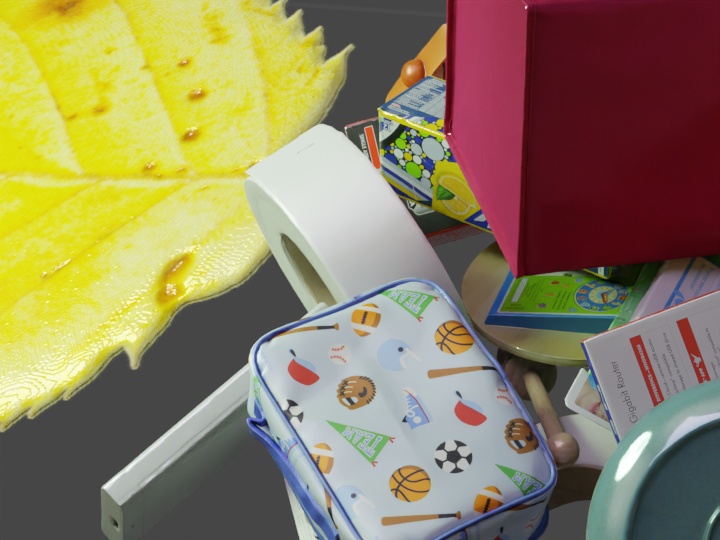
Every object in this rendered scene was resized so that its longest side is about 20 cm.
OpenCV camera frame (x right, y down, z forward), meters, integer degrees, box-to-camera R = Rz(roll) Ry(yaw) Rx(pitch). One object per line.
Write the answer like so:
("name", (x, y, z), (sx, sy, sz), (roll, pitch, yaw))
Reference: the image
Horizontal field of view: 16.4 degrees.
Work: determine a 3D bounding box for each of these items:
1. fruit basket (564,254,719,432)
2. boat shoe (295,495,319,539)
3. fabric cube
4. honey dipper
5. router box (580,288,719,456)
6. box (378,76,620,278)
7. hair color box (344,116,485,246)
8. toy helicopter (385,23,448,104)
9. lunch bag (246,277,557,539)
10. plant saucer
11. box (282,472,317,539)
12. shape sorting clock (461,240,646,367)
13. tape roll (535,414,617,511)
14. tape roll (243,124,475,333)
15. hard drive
("fruit basket", (0.253, 0.066, 1.596), (0.200, 0.094, 0.185), (24, 51, 14))
("boat shoe", (0.028, 0.116, 1.673), (0.200, 0.066, 0.072), (-36, 7, -37))
("fabric cube", (0.172, -0.134, 1.603), (0.199, 0.197, 0.200), (-7, 34, -10))
("honey dipper", (0.122, 0.087, 1.662), (0.038, 0.038, 0.200), (-25, 16, 2))
("router box", (0.250, 0.104, 1.508), (0.179, 0.200, 0.049), (-20, -2, 2))
("box", (0.110, -0.068, 1.757), (0.200, 0.070, 0.064), (23, 43, 32))
("hair color box", (0.099, -0.084, 1.869), (0.200, 0.061, 0.102), (-16, 81, 12))
("toy helicopter", (0.082, -0.180, 1.910), (0.132, 0.200, 0.079), (-17, 36, -17))
("lunch bag", (0.019, 0.105, 1.583), (0.160, 0.076, 0.200), (-24, 59, -17))
("plant saucer", (0.233, 0.162, 1.470), (0.200, 0.201, 0.027), (-24, -3, 2))
("box", (-0.021, 0.176, 1.695), (0.041, 0.039, 0.200), (-22, 39, 2))
("shape sorting clock", (0.170, 0.012, 1.750), (0.199, 0.039, 0.200), (-8, 29, 5))
("tape roll", (0.134, 0.177, 1.613), (0.202, 0.037, 0.203), (-15, 40, 13))
("tape roll", (0.000, 0.000, 1.753), (0.071, 0.203, 0.202), (-33, 39, -8))
("hard drive", (-0.098, 0.111, 1.751), (0.200, 0.132, 0.026), (-40, 79, -17))
